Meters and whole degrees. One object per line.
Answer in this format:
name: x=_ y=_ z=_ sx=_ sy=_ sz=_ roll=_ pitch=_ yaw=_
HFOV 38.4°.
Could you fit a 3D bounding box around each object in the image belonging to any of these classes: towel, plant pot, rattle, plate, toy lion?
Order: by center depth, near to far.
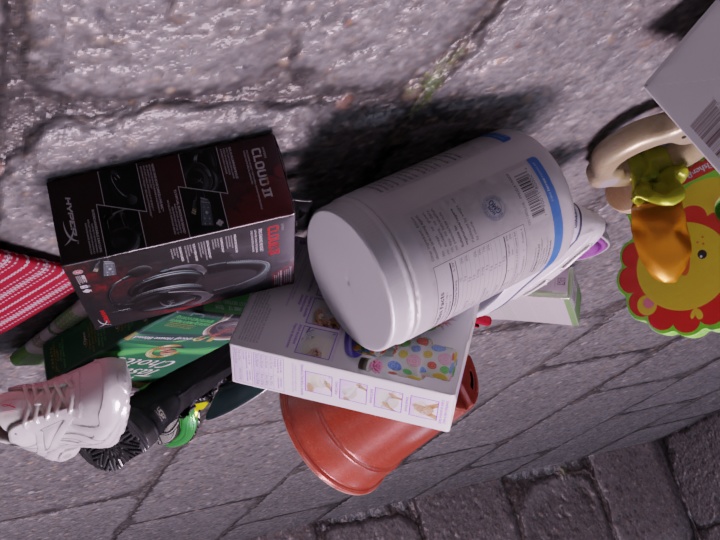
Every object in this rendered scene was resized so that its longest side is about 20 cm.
towel: x=-0.345 y=0.015 z=0.876 sx=0.144 sy=0.023 sz=0.200 roll=-27 pitch=160 yaw=21
rattle: x=0.299 y=-0.092 z=0.961 sx=0.129 sy=0.144 sz=0.200 roll=11 pitch=158 yaw=-18
towel: x=-0.250 y=0.052 z=1.056 sx=0.149 sy=0.031 sz=0.200 roll=7 pitch=152 yaw=-44
toy lion: x=0.355 y=-0.034 z=1.069 sx=0.199 sy=0.193 sz=0.069 roll=-28 pitch=158 yaw=27
plate: x=-0.106 y=0.106 z=1.216 sx=0.200 sy=0.026 sz=0.200 roll=-35 pitch=-175 yaw=4
plant pot: x=0.033 y=0.155 z=1.330 sx=0.195 sy=0.202 sz=0.200 roll=-36 pitch=154 yaw=29

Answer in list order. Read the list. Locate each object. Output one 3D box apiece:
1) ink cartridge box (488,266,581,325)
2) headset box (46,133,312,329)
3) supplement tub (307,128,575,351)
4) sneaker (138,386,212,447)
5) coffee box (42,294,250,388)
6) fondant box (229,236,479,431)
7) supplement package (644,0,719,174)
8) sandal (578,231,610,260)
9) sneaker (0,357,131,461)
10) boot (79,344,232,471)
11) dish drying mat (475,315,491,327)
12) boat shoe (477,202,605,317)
ink cartridge box: x=0.175 y=0.030 z=1.312 sx=0.199 sy=0.048 sz=0.146 roll=4 pitch=166 yaw=17
headset box: x=-0.137 y=-0.030 z=0.845 sx=0.199 sy=0.078 sz=0.149 roll=-12 pitch=160 yaw=-9
supplement tub: x=0.070 y=-0.030 z=0.875 sx=0.199 sy=0.132 sz=0.132 roll=-25 pitch=165 yaw=-25
sneaker: x=-0.244 y=0.161 z=1.295 sx=0.085 sy=0.078 sz=0.200 roll=-1 pitch=147 yaw=-23
coffee box: x=-0.202 y=0.063 z=1.006 sx=0.199 sy=0.044 sz=0.123 roll=-26 pitch=157 yaw=32
fondant box: x=-0.001 y=0.051 z=0.922 sx=0.199 sy=0.145 sz=0.058 roll=11 pitch=136 yaw=9
supplement package: x=0.365 y=-0.137 z=0.812 sx=0.199 sy=0.152 sz=0.151 roll=2 pitch=136 yaw=-43
sandal: x=0.234 y=-0.030 z=1.193 sx=0.202 sy=0.050 sz=0.082 roll=5 pitch=150 yaw=-46
sneaker: x=-0.289 y=0.134 z=0.973 sx=0.099 sy=0.078 sz=0.200 roll=14 pitch=146 yaw=-39
boot: x=-0.213 y=0.133 z=1.157 sx=0.164 sy=0.066 sz=0.200 roll=-18 pitch=-161 yaw=45
dish drying mat: x=0.069 y=0.048 z=1.238 sx=0.199 sy=0.018 sz=0.077 roll=11 pitch=-178 yaw=-44
boat shoe: x=0.167 y=-0.003 z=1.049 sx=0.065 sy=0.074 sz=0.200 roll=10 pitch=152 yaw=-31
